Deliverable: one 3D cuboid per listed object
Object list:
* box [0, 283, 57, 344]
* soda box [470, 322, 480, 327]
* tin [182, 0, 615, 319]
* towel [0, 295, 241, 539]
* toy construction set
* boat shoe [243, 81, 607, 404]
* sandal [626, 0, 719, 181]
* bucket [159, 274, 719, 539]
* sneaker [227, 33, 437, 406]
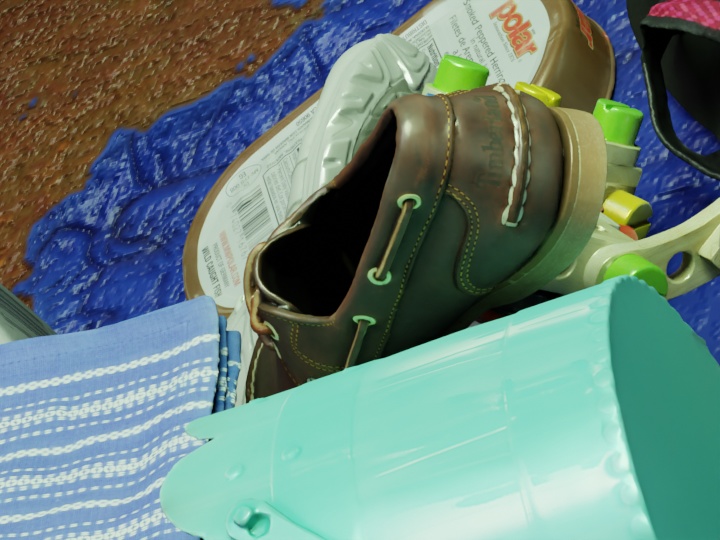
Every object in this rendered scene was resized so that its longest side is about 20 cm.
[{"bbox_3d":[-0.184,0.112,1.176,0.200,0.105,0.184,-47,35,0],"label":"box"},{"bbox_3d":[0.010,0.106,1.010,0.200,0.064,0.068,-53,36,-7],"label":"soda box"},{"bbox_3d":[0.012,-0.040,1.177,0.200,0.042,0.112,-38,40,14],"label":"tin"},{"bbox_3d":[-0.112,0.068,0.902,0.145,0.024,0.200,-10,24,6],"label":"towel"},{"bbox_3d":[0.077,-0.019,0.986,0.200,0.131,0.092,10,88,58],"label":"toy construction set"},{"bbox_3d":[0.000,0.000,0.908,0.200,0.070,0.070,129,139,-52],"label":"boat shoe"},{"bbox_3d":[0.130,-0.063,1.034,0.045,0.075,0.200,-5,35,-17],"label":"sandal"},{"bbox_3d":[0.051,0.107,0.848,0.135,0.207,0.207,-24,40,18],"label":"bucket"},{"bbox_3d":[-0.018,0.009,1.098,0.099,0.078,0.200,-9,64,51],"label":"sneaker"}]
